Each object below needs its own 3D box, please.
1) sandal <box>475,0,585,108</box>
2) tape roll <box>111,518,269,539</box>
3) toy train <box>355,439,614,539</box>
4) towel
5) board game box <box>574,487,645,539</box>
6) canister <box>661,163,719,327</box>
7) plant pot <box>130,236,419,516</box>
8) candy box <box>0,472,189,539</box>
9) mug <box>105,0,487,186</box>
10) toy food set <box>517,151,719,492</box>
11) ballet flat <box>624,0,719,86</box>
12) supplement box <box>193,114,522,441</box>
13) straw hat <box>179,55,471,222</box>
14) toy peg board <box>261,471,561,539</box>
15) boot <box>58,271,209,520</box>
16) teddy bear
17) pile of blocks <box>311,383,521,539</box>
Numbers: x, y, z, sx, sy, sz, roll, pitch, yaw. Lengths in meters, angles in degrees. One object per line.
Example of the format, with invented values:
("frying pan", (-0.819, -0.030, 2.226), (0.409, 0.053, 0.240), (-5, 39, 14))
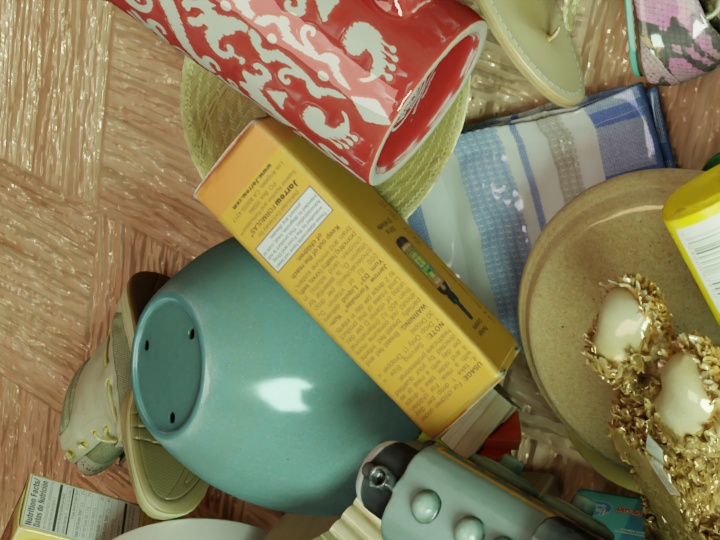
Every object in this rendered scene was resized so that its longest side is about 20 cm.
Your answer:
("sandal", (0.092, -0.201, 0.736), (0.069, 0.077, 0.214), (-32, 76, 38))
("tape roll", (-0.119, 0.262, 0.983), (0.204, 0.200, 0.037), (-59, 23, 33))
("toy train", (0.084, 0.147, 0.686), (0.199, 0.114, 0.086), (27, 85, 41))
("towel", (0.106, -0.024, 0.809), (0.198, 0.024, 0.149), (-10, 97, 41))
("board game box", (0.151, 0.216, 0.725), (0.149, 0.201, 0.047), (3, 131, 38))
("canister", (0.247, 0.026, 0.621), (0.147, 0.087, 0.202), (-28, 96, 15))
("plant pot", (-0.070, 0.062, 0.867), (0.199, 0.133, 0.204), (-4, 85, 50))
("candy box", (-0.180, 0.237, 1.018), (0.197, 0.057, 0.117), (20, 126, -16))
("mug", (-0.040, -0.153, 0.711), (0.199, 0.178, 0.134), (39, 83, 9))
("toy food set", (0.182, 0.036, 0.731), (0.196, 0.049, 0.202), (-17, 105, 34))
("ballet flat", (0.157, -0.200, 0.695), (0.070, 0.069, 0.203), (-12, 99, 22))
("supplement box", (0.000, 0.000, 0.767), (0.200, 0.066, 0.069), (44, 112, 4))
("straw hat", (-0.008, -0.112, 0.837), (0.198, 0.085, 0.205), (3, 98, 22))
("toy peg board", (0.016, 0.227, 0.856), (0.197, 0.200, 0.099), (-5, 118, 39))
("boot", (-0.176, 0.124, 1.020), (0.155, 0.071, 0.202), (-48, 43, 39))
("teddy bear", (0.168, 0.085, 0.653), (0.202, 0.066, 0.145), (62, 169, -25))
("pile of blocks", (0.038, 0.150, 0.817), (0.062, 0.200, 0.082), (40, 162, 19))
